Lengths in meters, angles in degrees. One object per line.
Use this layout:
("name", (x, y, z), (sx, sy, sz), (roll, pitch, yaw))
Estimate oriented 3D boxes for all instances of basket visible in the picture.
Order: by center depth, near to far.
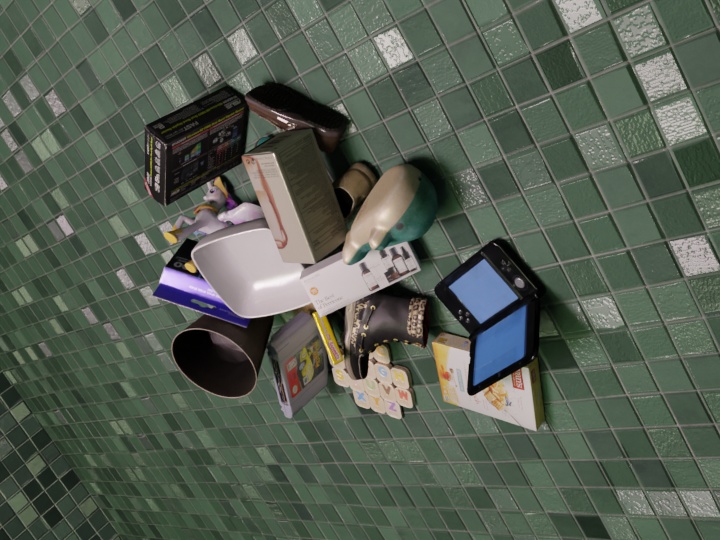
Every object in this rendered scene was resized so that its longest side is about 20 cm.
("basket", (-0.255, 0.132, 1.818), (0.179, 0.200, 0.137), (29, 120, -2))

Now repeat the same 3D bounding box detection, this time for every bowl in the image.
("bowl", (-0.186, -0.013, 1.682), (0.198, 0.075, 0.201), (-15, 128, 25))

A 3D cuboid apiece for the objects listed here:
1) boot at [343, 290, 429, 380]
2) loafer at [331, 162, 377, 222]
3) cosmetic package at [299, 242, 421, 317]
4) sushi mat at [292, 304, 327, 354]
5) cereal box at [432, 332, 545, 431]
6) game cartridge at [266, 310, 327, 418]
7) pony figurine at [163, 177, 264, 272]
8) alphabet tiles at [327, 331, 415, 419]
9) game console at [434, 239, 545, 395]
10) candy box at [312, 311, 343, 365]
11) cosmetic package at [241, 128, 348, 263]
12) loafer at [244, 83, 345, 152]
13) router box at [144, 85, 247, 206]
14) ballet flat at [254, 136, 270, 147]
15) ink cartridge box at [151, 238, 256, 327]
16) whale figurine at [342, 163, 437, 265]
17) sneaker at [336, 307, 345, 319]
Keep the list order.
("boot", (0.048, 0.122, 1.683), (0.149, 0.073, 0.202), (7, 115, 13))
("loafer", (-0.044, -0.119, 1.616), (0.076, 0.067, 0.200), (46, 142, 4))
("cosmetic package", (0.000, 0.000, 1.595), (0.198, 0.051, 0.083), (-26, 105, 10))
("sushi mat", (-0.104, 0.091, 1.896), (0.095, 0.012, 0.202), (10, 128, 39))
("cereal box", (0.228, 0.196, 1.637), (0.198, 0.039, 0.145), (13, 130, 38))
("game cartridge", (-0.124, 0.190, 1.880), (0.041, 0.133, 0.202), (17, 133, 32))
("pony figurine", (-0.268, -0.078, 1.797), (0.192, 0.201, 0.166), (38, 142, -9))
("alphabet tiles", (0.021, 0.217, 1.870), (0.198, 0.015, 0.198), (13, 130, 33))
("game console", (0.200, 0.079, 1.504), (0.176, 0.116, 0.200), (48, 142, 0))
("candy box", (-0.061, 0.129, 1.758), (0.200, 0.026, 0.103), (106, 139, -85))
("cosmetic package", (-0.106, -0.123, 1.538), (0.087, 0.103, 0.202), (1, 119, 43))
("loafer", (-0.117, -0.254, 1.569), (0.199, 0.073, 0.072), (30, 138, 23))
("router box", (-0.299, -0.227, 1.666), (0.062, 0.199, 0.151), (38, 141, 20))
("ballet flat", (-0.143, -0.144, 1.679), (0.202, 0.067, 0.075), (63, 169, 12))
("ink cartridge box", (-0.287, 0.020, 1.818), (0.196, 0.201, 0.044), (18, 119, -1))
("whale figurine", (0.049, -0.078, 1.498), (0.103, 0.160, 0.200), (31, 127, -16))
("sneaker", (-0.039, 0.042, 1.753), (0.199, 0.066, 0.091), (36, 138, 10))
